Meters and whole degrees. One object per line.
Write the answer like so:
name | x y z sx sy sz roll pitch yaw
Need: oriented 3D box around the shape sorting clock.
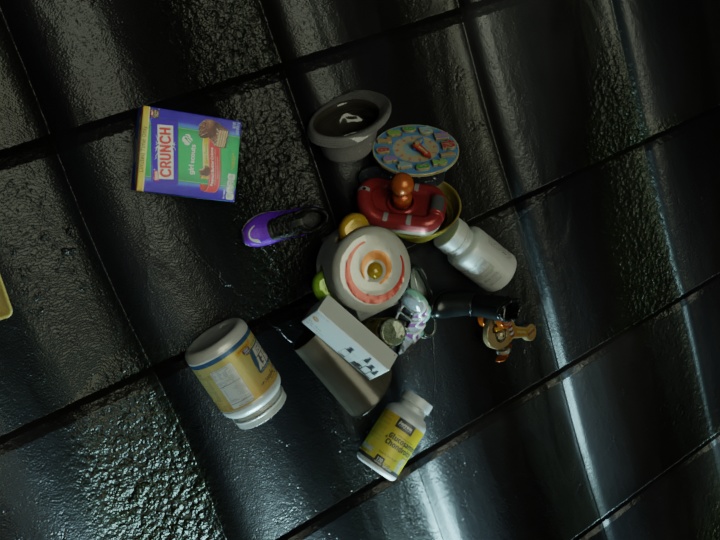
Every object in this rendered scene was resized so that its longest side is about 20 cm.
shape sorting clock | 0.126 -0.279 1.567 0.199 0.200 0.039 -19 138 -23

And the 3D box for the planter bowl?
planter bowl | 0.135 -0.127 1.611 0.200 0.200 0.084 -32 145 -20

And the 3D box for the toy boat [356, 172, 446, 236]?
toy boat | 0.089 -0.162 1.501 0.199 0.131 0.131 8 54 10

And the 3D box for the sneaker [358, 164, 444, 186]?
sneaker | 0.096 -0.227 1.611 0.199 0.082 0.070 -1 119 3

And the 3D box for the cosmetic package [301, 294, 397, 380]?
cosmetic package | -0.024 0.144 1.451 0.200 0.083 0.051 41 50 -9

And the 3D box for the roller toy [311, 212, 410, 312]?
roller toy | 0.009 -0.008 1.466 0.182 0.140 0.201 20 87 -24

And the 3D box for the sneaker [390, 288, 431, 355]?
sneaker | 0.092 0.140 1.584 0.140 0.078 0.200 -43 151 -27

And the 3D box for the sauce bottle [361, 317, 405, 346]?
sauce bottle | 0.033 0.138 1.543 0.064 0.200 0.065 2 85 -23

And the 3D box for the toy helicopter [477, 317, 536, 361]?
toy helicopter | 0.393 0.171 1.795 0.199 0.079 0.133 5 86 -39

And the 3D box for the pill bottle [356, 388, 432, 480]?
pill bottle | 0.087 0.390 1.642 0.112 0.112 0.200 39 78 -23

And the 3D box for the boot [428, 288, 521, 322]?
boot | 0.280 0.090 1.655 0.198 0.162 0.074 -8 106 -45

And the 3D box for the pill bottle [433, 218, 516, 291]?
pill bottle | 0.281 -0.043 1.696 0.200 0.114 0.115 35 80 -24

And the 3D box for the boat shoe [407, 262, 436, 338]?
boat shoe | 0.144 0.079 1.670 0.075 0.060 0.201 -30 107 -20

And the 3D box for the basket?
basket | -0.043 0.204 1.548 0.136 0.180 0.200 -40 103 17

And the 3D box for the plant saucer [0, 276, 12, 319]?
plant saucer | -0.761 0.016 1.234 0.199 0.048 0.201 -18 103 -23

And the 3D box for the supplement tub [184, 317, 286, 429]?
supplement tub | -0.258 0.217 1.441 0.144 0.145 0.201 -36 109 -18

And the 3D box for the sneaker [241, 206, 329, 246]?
sneaker | -0.157 -0.102 1.485 0.199 0.099 0.070 -18 100 -24

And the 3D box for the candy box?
candy box | -0.353 -0.234 1.393 0.199 0.077 0.170 4 93 -25

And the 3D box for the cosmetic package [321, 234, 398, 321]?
cosmetic package | 0.000 0.000 1.582 0.112 0.081 0.201 -25 106 -19

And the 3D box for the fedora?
fedora | -0.021 -0.308 1.521 0.200 0.176 0.091 -46 143 -30
